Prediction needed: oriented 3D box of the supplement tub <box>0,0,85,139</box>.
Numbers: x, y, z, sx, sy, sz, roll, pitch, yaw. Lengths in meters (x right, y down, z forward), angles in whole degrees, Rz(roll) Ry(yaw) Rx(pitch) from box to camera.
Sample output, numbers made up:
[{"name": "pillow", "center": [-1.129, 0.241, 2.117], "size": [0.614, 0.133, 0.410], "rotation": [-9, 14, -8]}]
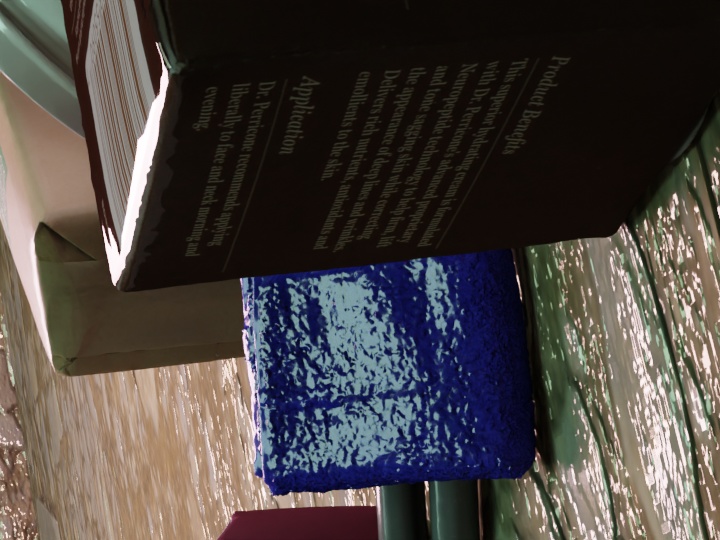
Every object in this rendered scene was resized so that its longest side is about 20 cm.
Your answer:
[{"name": "supplement tub", "center": [-0.088, -0.169, 0.926], "size": [0.145, 0.200, 0.145], "rotation": [44, -172, -7]}]

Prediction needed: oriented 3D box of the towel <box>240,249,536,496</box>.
[{"name": "towel", "center": [0.000, 0.000, 0.895], "size": [0.147, 0.049, 0.201], "rotation": [-10, 88, 35]}]

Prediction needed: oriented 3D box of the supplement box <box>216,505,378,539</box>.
[{"name": "supplement box", "center": [-0.024, 0.235, 1.030], "size": [0.131, 0.103, 0.201], "rotation": [-41, -53, -77]}]

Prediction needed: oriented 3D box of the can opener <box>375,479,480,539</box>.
[{"name": "can opener", "center": [0.033, 0.059, 0.952], "size": [0.066, 0.052, 0.201], "rotation": [-26, -65, -71]}]

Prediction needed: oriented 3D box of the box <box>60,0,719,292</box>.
[{"name": "box", "center": [0.004, -0.107, 0.695], "size": [0.166, 0.199, 0.165], "rotation": [117, 143, -62]}]

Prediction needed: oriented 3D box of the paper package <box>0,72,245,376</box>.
[{"name": "paper package", "center": [-0.097, -0.041, 1.081], "size": [0.200, 0.190, 0.104], "rotation": [-120, 28, -55]}]
